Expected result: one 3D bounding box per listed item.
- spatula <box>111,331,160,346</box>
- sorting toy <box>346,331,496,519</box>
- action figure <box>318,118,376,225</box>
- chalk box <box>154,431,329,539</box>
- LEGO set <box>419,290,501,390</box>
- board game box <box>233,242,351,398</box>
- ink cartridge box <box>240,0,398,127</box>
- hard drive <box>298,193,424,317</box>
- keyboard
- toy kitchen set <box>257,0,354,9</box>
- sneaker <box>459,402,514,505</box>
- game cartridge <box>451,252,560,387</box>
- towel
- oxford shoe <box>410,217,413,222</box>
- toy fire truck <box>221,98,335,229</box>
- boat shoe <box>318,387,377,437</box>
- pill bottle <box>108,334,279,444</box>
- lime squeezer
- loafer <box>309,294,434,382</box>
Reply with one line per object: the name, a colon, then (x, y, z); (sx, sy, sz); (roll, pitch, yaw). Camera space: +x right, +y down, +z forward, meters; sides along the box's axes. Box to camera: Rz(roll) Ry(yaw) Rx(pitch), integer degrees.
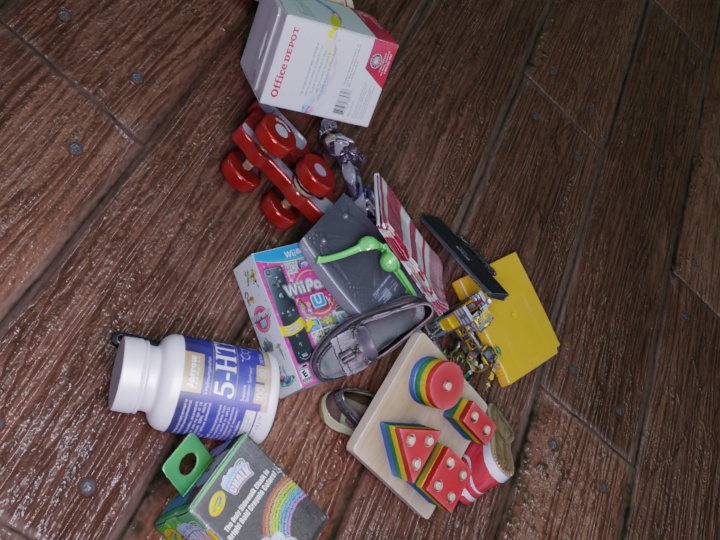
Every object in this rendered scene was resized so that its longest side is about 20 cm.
spatula: (-0.238, 0.115, 1.158); (0.197, 0.020, 0.058); (21, 62, -27)
sorting toy: (0.105, 0.232, 1.256); (0.199, 0.069, 0.202); (47, 66, -32)
action figure: (-0.017, -0.166, 1.404); (0.204, 0.068, 0.130); (67, 13, 3)
chalk box: (-0.162, 0.293, 1.065); (0.200, 0.123, 0.125); (47, 50, -8)
LEGO set: (0.165, 0.128, 1.392); (0.198, 0.115, 0.156); (-24, 84, -41)
board game box: (-0.083, 0.065, 1.272); (0.146, 0.064, 0.204); (-15, 78, -41)
ink cartridge box: (-0.070, -0.342, 1.372); (0.196, 0.147, 0.146); (8, 32, -30)
hard drive: (0.000, 0.000, 1.294); (0.201, 0.042, 0.135); (50, 49, -10)
keyboard: (0.184, -0.022, 1.494); (0.201, 0.021, 0.126); (51, 24, 25)
toy kitchen set: (-0.110, -0.449, 1.505); (0.160, 0.183, 0.201); (-22, 41, -5)
sneaker: (0.186, 0.293, 1.375); (0.071, 0.112, 0.200); (45, 19, -6)
game cartridge: (0.265, 0.085, 1.550); (0.174, 0.032, 0.204); (-21, 85, -41)
towel: (0.079, -0.043, 1.346); (0.201, 0.022, 0.146); (53, 20, -33)
oxford shoe: (0.024, -0.025, 1.403); (0.199, 0.070, 0.073); (-38, 113, -37)
toy fire truck: (-0.112, -0.171, 1.344); (0.200, 0.112, 0.169); (44, 31, -13)
boat shoe: (0.032, 0.225, 1.281); (0.197, 0.065, 0.075); (21, 57, -28)
pill bottle: (-0.211, 0.147, 1.093); (0.196, 0.120, 0.122); (13, 61, -22)
lime squeezer: (0.027, -0.007, 1.265); (0.197, 0.037, 0.072); (26, 58, -29)
loafer: (0.018, 0.091, 1.217); (0.198, 0.063, 0.073); (-30, 98, -21)
